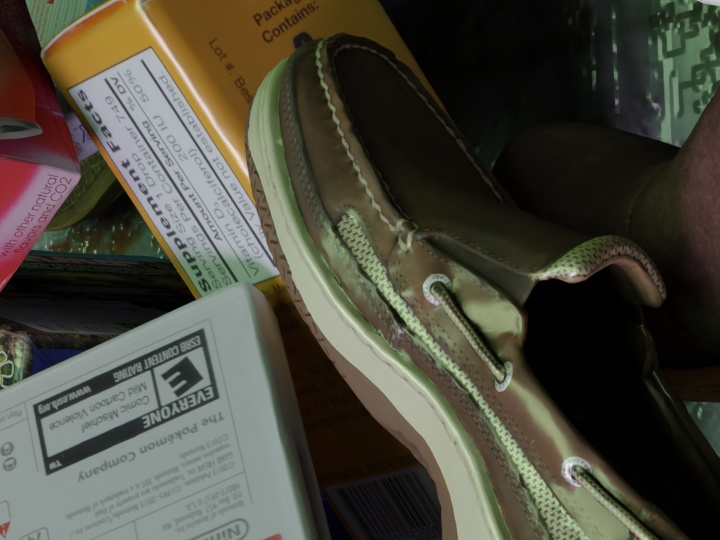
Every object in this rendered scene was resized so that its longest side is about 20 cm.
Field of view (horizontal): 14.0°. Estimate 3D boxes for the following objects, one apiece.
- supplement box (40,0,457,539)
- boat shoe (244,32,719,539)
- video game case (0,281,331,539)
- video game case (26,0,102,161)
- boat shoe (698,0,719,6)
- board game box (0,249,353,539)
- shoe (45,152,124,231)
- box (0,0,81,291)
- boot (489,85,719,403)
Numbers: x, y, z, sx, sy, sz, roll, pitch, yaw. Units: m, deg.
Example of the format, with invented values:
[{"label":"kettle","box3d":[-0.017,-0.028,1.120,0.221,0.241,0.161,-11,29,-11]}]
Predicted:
[{"label":"supplement box","box3d":[0.000,0.000,0.800,0.069,0.067,0.200,-15,109,56]},{"label":"boat shoe","box3d":[0.043,0.015,0.700,0.075,0.075,0.203,-45,61,32]},{"label":"video game case","box3d":[-0.095,0.116,0.739,0.200,0.023,0.182,-24,52,12]},{"label":"video game case","box3d":[-0.065,-0.091,0.905,0.200,0.018,0.143,-29,32,23]},{"label":"boat shoe","box3d":[0.128,-0.080,0.716,0.200,0.071,0.069,19,126,47]},{"label":"board game box","box3d":[-0.087,0.053,0.924,0.200,0.159,0.097,14,100,55]},{"label":"shoe","box3d":[-0.088,-0.063,1.036,0.070,0.053,0.200,58,147,-7]},{"label":"box","box3d":[-0.175,-0.002,0.829,0.200,0.100,0.096,-51,43,32]},{"label":"boot","box3d":[0.105,-0.037,0.688,0.200,0.072,0.167,32,141,37]}]
